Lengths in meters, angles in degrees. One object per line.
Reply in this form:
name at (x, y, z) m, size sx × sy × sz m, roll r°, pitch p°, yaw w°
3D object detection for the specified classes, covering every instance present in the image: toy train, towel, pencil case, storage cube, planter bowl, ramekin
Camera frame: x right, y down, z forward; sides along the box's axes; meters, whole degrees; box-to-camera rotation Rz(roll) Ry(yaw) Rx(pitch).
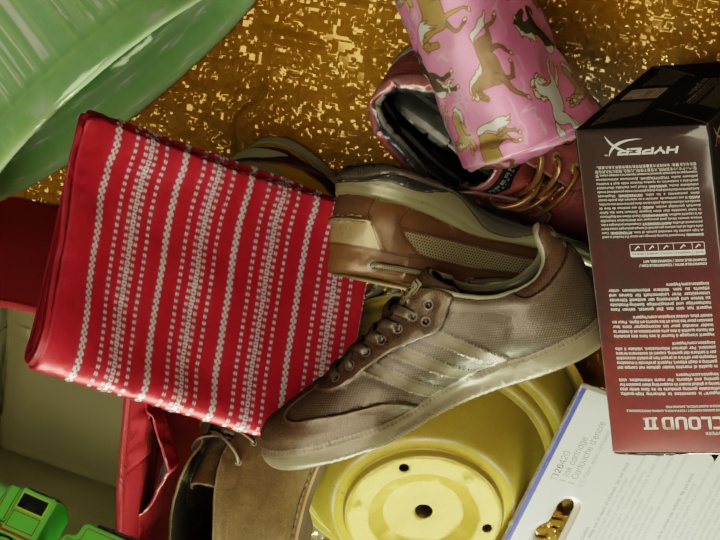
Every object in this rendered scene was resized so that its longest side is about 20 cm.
toy train at (-0.194, 0.142, 1.437) m, size 0.200 × 0.042 × 0.056 m, roll 22°, pitch 69°, yaw 19°
towel at (-0.081, 0.008, 1.425) m, size 0.200 × 0.022 × 0.145 m, roll 18°, pitch 76°, yaw -32°
pencil case at (0.055, -0.152, 1.398) m, size 0.083 × 0.087 × 0.200 m, roll -25°, pitch 95°, yaw -4°
storage cube at (-0.175, 0.073, 1.539) m, size 0.200 × 0.180 × 0.171 m, roll 11°, pitch 109°, yaw 18°
planter bowl at (0.036, 0.116, 1.529) m, size 0.200 × 0.084 × 0.201 m, roll 0°, pitch 127°, yaw 0°
ramekin at (-0.160, -0.139, 1.475) m, size 0.200 × 0.200 × 0.098 m, roll -40°, pitch 87°, yaw 21°

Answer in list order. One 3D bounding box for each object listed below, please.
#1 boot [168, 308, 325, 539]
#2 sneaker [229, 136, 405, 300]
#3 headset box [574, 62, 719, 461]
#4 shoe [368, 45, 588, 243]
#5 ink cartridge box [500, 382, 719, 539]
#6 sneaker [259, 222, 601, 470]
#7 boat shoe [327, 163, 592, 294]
boot at (-0.061, 0.094, 1.479) m, size 0.074 × 0.075 × 0.200 m, roll 8°, pitch 91°, yaw 36°
sneaker at (0.000, 0.000, 1.533) m, size 0.200 × 0.090 × 0.075 m, roll 30°, pitch 111°, yaw 3°
headset box at (0.181, 0.001, 1.420) m, size 0.075 × 0.149 × 0.200 m, roll -1°, pitch 106°, yaw 23°
shoe at (0.093, -0.053, 1.494) m, size 0.200 × 0.091 × 0.072 m, roll 36°, pitch 112°, yaw 1°
ink cartridge box at (0.175, 0.166, 1.540) m, size 0.200 × 0.047 × 0.198 m, roll 20°, pitch 113°, yaw -12°
sneaker at (0.030, 0.039, 1.413) m, size 0.200 × 0.070 × 0.076 m, roll -23°, pitch 101°, yaw 1°
boat shoe at (0.066, 0.006, 1.472) m, size 0.200 × 0.076 × 0.074 m, roll 22°, pitch 79°, yaw -20°
